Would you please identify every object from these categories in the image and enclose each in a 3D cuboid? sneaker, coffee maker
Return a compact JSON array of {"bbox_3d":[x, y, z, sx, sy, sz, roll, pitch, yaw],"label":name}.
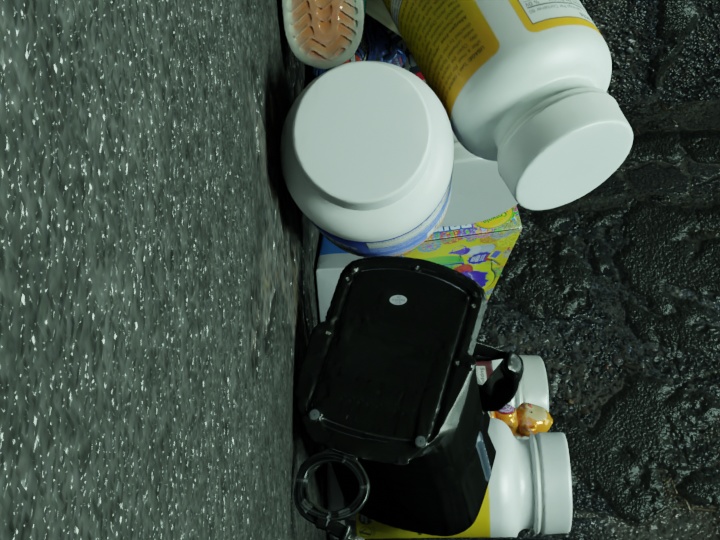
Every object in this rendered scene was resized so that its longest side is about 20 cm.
[{"bbox_3d":[-0.024,-0.240,0.783,0.080,0.070,0.203,-89,-177,-66],"label":"sneaker"},{"bbox_3d":[-0.002,-0.159,0.965,0.075,0.077,0.203,74,14,-73],"label":"sneaker"},{"bbox_3d":[0.021,0.116,0.860,0.192,0.134,0.201,-48,153,-16],"label":"coffee maker"}]

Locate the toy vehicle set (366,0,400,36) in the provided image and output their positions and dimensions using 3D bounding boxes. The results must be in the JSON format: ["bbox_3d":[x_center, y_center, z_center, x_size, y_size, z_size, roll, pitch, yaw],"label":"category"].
[{"bbox_3d":[0.025,-0.241,0.943,0.199,0.026,0.126,14,52,-62],"label":"toy vehicle set"}]

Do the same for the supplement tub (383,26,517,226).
[{"bbox_3d":[0.079,-0.158,1.091,0.141,0.138,0.203,80,3,-66],"label":"supplement tub"}]

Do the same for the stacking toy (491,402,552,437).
[{"bbox_3d":[0.078,0.139,1.106,0.116,0.196,0.112,-79,166,-71],"label":"stacking toy"}]

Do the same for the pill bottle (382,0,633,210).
[{"bbox_3d":[0.094,-0.144,0.779,0.113,0.111,0.202,81,-15,-62],"label":"pill bottle"}]

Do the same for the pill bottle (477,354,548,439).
[{"bbox_3d":[0.094,0.138,1.278,0.114,0.196,0.116,-179,-90,-86],"label":"pill bottle"}]

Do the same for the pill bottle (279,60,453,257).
[{"bbox_3d":[0.006,-0.071,0.782,0.200,0.110,0.114,47,41,-84],"label":"pill bottle"}]

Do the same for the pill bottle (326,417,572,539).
[{"bbox_3d":[0.073,0.180,1.001,0.111,0.196,0.113,-3,90,-87],"label":"pill bottle"}]

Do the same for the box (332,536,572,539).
[{"bbox_3d":[0.065,0.251,0.842,0.200,0.193,0.119,67,21,-80],"label":"box"}]

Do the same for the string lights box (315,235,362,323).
[{"bbox_3d":[0.000,0.000,1.048,0.201,0.058,0.104,-85,172,-64],"label":"string lights box"}]

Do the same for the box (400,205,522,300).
[{"bbox_3d":[0.068,-0.075,1.241,0.201,0.120,0.195,104,-23,-65],"label":"box"}]
